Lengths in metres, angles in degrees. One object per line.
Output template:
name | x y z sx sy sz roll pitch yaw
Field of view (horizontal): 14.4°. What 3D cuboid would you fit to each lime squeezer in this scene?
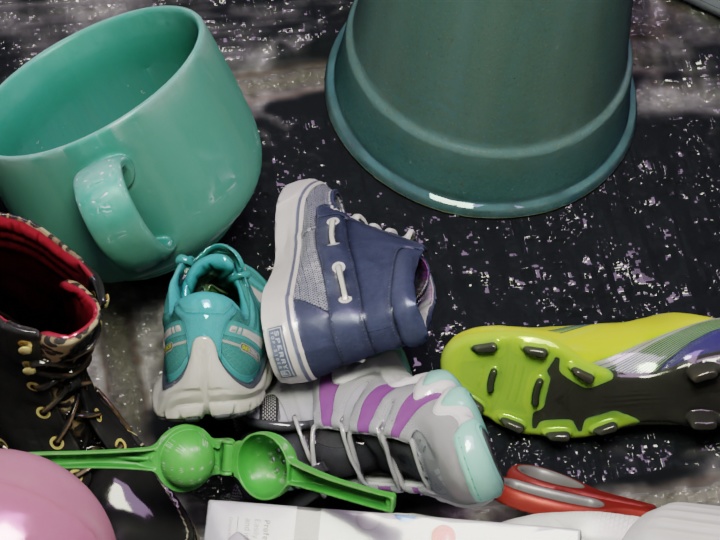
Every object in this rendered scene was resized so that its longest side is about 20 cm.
lime squeezer | -0.077 0.108 1.501 0.199 0.038 0.071 7 26 6

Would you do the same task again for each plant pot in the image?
plant pot | 0.083 -0.170 1.723 0.199 0.196 0.201 2 53 -3

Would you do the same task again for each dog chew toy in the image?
dog chew toy | -0.194 0.184 1.415 0.124 0.125 0.200 13 43 4

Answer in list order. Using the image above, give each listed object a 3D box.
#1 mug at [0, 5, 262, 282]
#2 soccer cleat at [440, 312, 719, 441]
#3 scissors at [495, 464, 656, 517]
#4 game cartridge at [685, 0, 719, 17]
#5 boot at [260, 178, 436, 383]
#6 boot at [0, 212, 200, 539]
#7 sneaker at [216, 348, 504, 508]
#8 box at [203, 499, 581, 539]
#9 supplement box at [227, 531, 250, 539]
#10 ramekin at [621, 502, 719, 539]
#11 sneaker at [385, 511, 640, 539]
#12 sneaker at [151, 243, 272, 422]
mug | -0.140 -0.055 1.644 0.152 0.115 0.185 -5 36 35
soccer cleat | 0.146 0.057 1.659 0.199 0.065 0.084 2 24 0
scissors | 0.170 0.142 1.594 0.199 0.014 0.073 15 9 2
game cartridge | 0.269 -0.242 1.895 0.133 0.042 0.200 24 55 17
boot | 0.000 0.000 1.623 0.090 0.073 0.200 -12 27 9
boot | -0.158 0.070 1.547 0.073 0.151 0.200 -29 63 -24
sneaker | -0.013 0.104 1.555 0.140 0.078 0.200 -25 19 -14
box | 0.011 0.207 1.494 0.199 0.041 0.157 5 73 4
supplement box | -0.093 0.242 1.437 0.200 0.061 0.109 -45 68 -2
ramekin | 0.172 0.211 1.459 0.094 0.203 0.203 16 53 20
sneaker | 0.085 0.181 1.553 0.199 0.075 0.089 -2 65 1
sneaker | -0.075 0.023 1.593 0.077 0.080 0.200 -1 14 0
